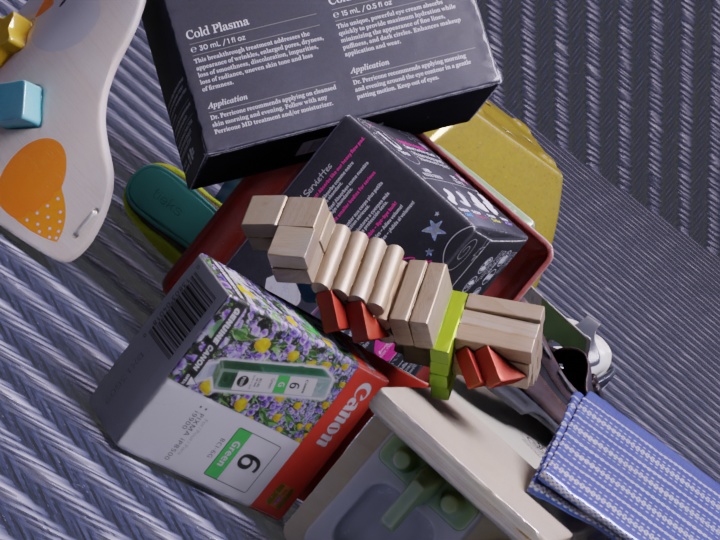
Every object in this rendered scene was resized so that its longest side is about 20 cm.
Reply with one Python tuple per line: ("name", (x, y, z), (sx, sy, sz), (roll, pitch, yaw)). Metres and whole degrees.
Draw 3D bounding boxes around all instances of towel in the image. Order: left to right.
("towel", (0.172, 0.141, 1.568), (0.145, 0.024, 0.200), (35, 16, 3))

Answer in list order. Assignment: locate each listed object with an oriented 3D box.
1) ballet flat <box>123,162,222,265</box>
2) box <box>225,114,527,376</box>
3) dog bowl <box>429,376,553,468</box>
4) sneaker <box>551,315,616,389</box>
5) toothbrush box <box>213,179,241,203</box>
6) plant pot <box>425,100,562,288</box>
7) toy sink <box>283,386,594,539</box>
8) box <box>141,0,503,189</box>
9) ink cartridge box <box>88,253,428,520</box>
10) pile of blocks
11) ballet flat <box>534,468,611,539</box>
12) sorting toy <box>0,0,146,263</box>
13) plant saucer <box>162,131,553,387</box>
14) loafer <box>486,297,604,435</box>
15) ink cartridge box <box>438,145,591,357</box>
("ballet flat", (-0.089, -0.002, 1.848), (0.200, 0.067, 0.067), (42, -11, 21))
("box", (-0.012, 0.016, 1.641), (0.115, 0.200, 0.132), (43, 11, 15))
("dog bowl", (0.102, 0.152, 1.796), (0.200, 0.079, 0.200), (38, 11, -9))
("sneaker", (0.136, 0.089, 2.032), (0.079, 0.130, 0.199), (41, 11, 13))
("toothbrush box", (-0.017, -0.027, 1.904), (0.146, 0.085, 0.200), (36, -16, -15))
("plant pot", (0.053, -0.052, 2.144), (0.194, 0.200, 0.196), (34, 11, -24))
("toy sink", (0.043, 0.151, 1.511), (0.130, 0.112, 0.200), (41, 6, 10))
("box", (-0.035, -0.170, 1.673), (0.104, 0.199, 0.183), (133, -58, -76))
("ink cartridge box", (-0.047, 0.081, 1.501), (0.200, 0.109, 0.050), (30, 12, -40))
("pile of blocks", (0.014, 0.030, 1.501), (0.199, 0.082, 0.062), (27, 51, -8))
("ballet flat", (0.093, 0.157, 1.652), (0.199, 0.070, 0.069), (10, 2, 18))
("sorting toy", (-0.198, -0.136, 1.681), (0.107, 0.180, 0.200), (28, 14, -27))
("plant saucer", (0.000, 0.000, 1.749), (0.200, 0.200, 0.037), (42, 10, 14))
("loafer", (0.137, 0.076, 1.810), (0.072, 0.063, 0.200), (48, 9, 37))
("ink cartridge box", (0.111, 0.017, 1.944), (0.200, 0.048, 0.146), (40, -25, 25))
